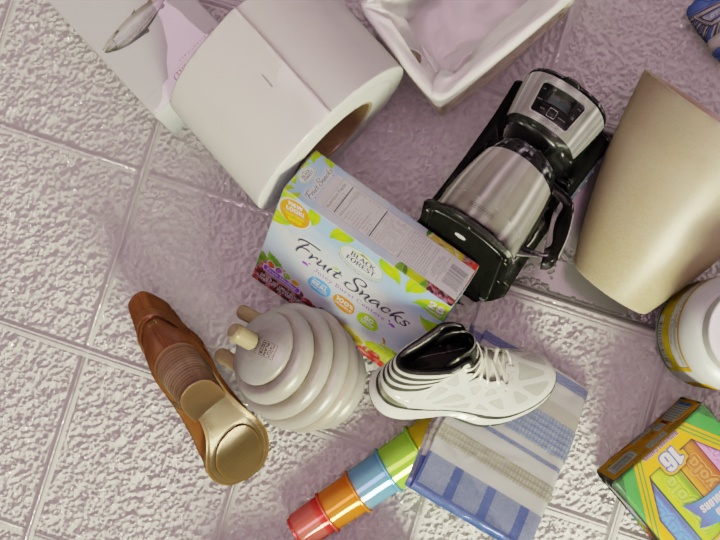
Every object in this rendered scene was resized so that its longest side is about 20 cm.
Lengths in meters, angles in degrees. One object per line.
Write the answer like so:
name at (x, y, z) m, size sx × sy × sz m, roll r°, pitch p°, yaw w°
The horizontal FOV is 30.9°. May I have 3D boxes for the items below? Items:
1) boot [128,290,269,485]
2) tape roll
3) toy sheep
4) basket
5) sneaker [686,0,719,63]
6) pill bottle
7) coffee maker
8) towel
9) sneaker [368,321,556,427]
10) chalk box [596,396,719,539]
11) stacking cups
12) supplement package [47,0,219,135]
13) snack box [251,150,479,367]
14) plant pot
boot at (-0.173, 0.122, 1.347) m, size 0.076 × 0.201 × 0.156 m, roll -37°, pitch 48°, yaw -4°
tape roll at (-0.073, -0.181, 1.308) m, size 0.202 × 0.203 × 0.139 m, roll -43°, pitch 85°, yaw 0°
toy sheep at (-0.068, 0.095, 1.306) m, size 0.136 × 0.199 × 0.140 m, roll -16°, pitch 63°, yaw 35°
basket at (0.114, -0.271, 1.342) m, size 0.199 × 0.123 × 0.136 m, roll -39°, pitch 85°, yaw -1°
sneaker at (0.420, -0.315, 1.353) m, size 0.085 × 0.077 × 0.200 m, roll 44°, pitch 89°, yaw 9°
pill bottle at (0.358, 0.061, 1.268) m, size 0.111 × 0.200 × 0.115 m, roll 0°, pitch 86°, yaw 3°
coffee maker at (0.145, -0.083, 1.320) m, size 0.135 × 0.192 × 0.201 m, roll 43°, pitch 69°, yaw -11°
towel at (0.140, 0.167, 1.316) m, size 0.145 × 0.024 × 0.202 m, roll 29°, pitch 61°, yaw -3°
sneaker at (0.116, 0.099, 1.259) m, size 0.197 × 0.116 × 0.077 m, roll -3°, pitch 67°, yaw -20°
chalk box at (0.351, 0.244, 1.297) m, size 0.124 × 0.125 × 0.201 m, roll -41°, pitch 86°, yaw 0°
stacking cups at (0.016, 0.222, 1.351) m, size 0.199 × 0.061 × 0.061 m, roll -38°, pitch 85°, yaw 3°
supplement package at (-0.229, -0.260, 1.363) m, size 0.117 × 0.117 × 0.200 m, roll -44°, pitch 86°, yaw -1°
snack box at (0.000, 0.000, 1.307) m, size 0.199 × 0.169 × 0.068 m, roll 34°, pitch 56°, yaw 4°
plant pot at (0.305, -0.065, 1.304) m, size 0.186 × 0.187 × 0.201 m, roll 35°, pitch 105°, yaw 5°
